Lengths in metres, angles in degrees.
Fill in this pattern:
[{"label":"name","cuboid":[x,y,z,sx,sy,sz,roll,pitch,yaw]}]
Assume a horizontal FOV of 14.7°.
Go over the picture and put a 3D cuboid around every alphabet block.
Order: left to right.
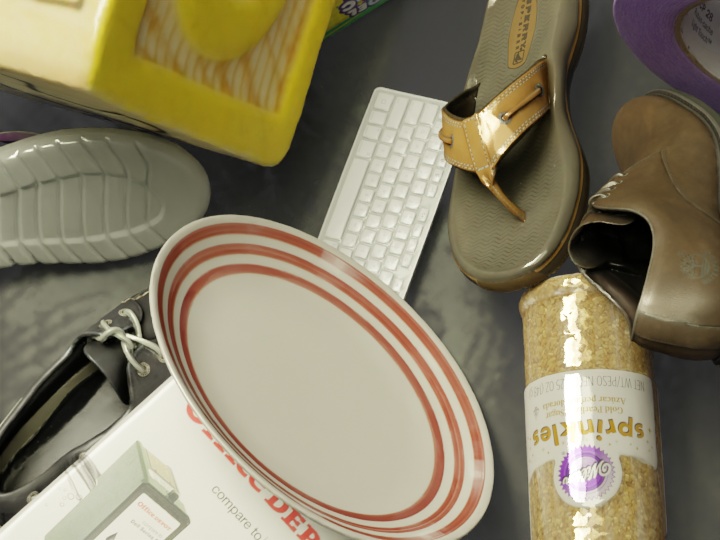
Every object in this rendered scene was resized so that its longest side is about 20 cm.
[{"label":"alphabet block","cuboid":[-0.135,-0.181,1.389,0.200,0.195,0.197,17,90,30]}]

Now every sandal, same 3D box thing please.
[{"label":"sandal","cuboid":[-0.179,-0.042,1.451,0.202,0.083,0.050,-9,39,7]},{"label":"sandal","cuboid":[0.074,-0.081,1.399,0.082,0.055,0.200,-13,57,38]}]

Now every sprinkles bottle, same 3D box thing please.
[{"label":"sprinkles bottle","cuboid":[0.113,0.104,1.337,0.068,0.068,0.201,-5,68,9]}]

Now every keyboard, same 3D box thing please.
[{"label":"keyboard","cuboid":[0.000,0.000,1.429,0.056,0.011,0.200,16,73,16]}]

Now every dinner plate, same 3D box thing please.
[{"label":"dinner plate","cuboid":[-0.021,0.056,1.331,0.024,0.200,0.200,-47,64,30]}]

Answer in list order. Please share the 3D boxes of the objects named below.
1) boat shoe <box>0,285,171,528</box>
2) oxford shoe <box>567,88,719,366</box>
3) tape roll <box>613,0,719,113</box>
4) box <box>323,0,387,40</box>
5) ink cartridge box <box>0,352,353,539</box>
[{"label":"boat shoe","cuboid":[-0.115,0.055,1.402,0.200,0.063,0.073,-45,69,-7]},{"label":"oxford shoe","cuboid":[0.140,-0.030,1.337,0.084,0.073,0.200,5,31,-9]},{"label":"tape roll","cuboid":[0.224,-0.125,1.329,0.200,0.200,0.066,16,73,16]},{"label":"box","cuboid":[0.007,-0.209,1.488,0.200,0.048,0.117,-32,66,0]},{"label":"ink cartridge box","cuboid":[-0.100,0.159,1.332,0.200,0.084,0.146,-43,84,-6]}]
